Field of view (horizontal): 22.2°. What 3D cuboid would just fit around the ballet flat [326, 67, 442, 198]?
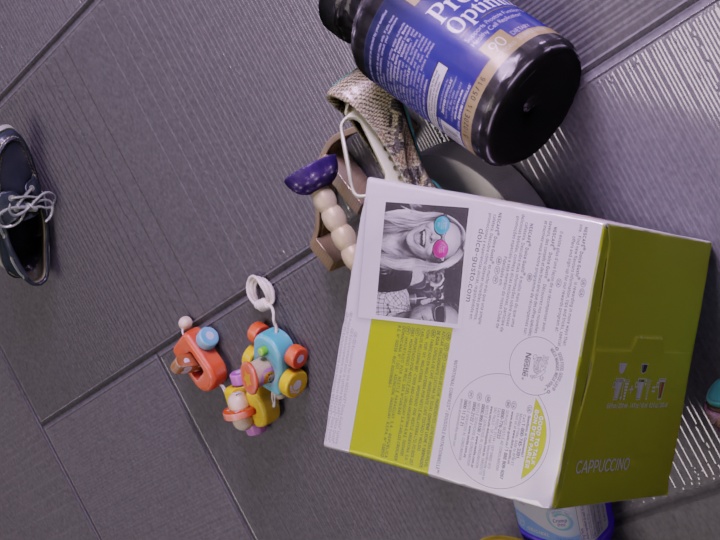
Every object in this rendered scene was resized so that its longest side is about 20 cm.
[{"bbox_3d":[0.030,-0.070,1.495,0.201,0.075,0.068,62,165,1],"label":"ballet flat"}]

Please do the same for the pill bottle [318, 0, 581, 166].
[{"bbox_3d":[0.064,-0.175,1.424,0.200,0.112,0.112,38,136,29],"label":"pill bottle"}]

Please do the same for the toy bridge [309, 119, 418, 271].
[{"bbox_3d":[-0.010,-0.081,1.638,0.067,0.027,0.200,51,141,20],"label":"toy bridge"}]

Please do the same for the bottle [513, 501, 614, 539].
[{"bbox_3d":[0.158,0.146,1.521,0.083,0.065,0.201,13,129,38],"label":"bottle"}]

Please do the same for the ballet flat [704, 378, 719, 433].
[{"bbox_3d":[0.333,0.104,1.319,0.071,0.069,0.200,52,150,-15],"label":"ballet flat"}]

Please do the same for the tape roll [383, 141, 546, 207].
[{"bbox_3d":[0.092,-0.009,1.552,0.202,0.037,0.204,27,129,38],"label":"tape roll"}]

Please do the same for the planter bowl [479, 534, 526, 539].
[{"bbox_3d":[0.156,0.328,1.585,0.200,0.084,0.201,32,152,19],"label":"planter bowl"}]

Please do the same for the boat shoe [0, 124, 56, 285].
[{"bbox_3d":[-0.381,-0.069,2.047,0.062,0.075,0.201,34,136,35],"label":"boat shoe"}]

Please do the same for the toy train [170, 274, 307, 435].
[{"bbox_3d":[-0.133,0.094,1.864,0.151,0.055,0.200,58,143,7],"label":"toy train"}]

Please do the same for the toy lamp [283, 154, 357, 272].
[{"bbox_3d":[0.000,0.000,1.592,0.058,0.058,0.201,-30,85,53],"label":"toy lamp"}]

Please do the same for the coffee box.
[{"bbox_3d":[0.119,0.053,1.344,0.197,0.199,0.201,12,93,32],"label":"coffee box"}]
